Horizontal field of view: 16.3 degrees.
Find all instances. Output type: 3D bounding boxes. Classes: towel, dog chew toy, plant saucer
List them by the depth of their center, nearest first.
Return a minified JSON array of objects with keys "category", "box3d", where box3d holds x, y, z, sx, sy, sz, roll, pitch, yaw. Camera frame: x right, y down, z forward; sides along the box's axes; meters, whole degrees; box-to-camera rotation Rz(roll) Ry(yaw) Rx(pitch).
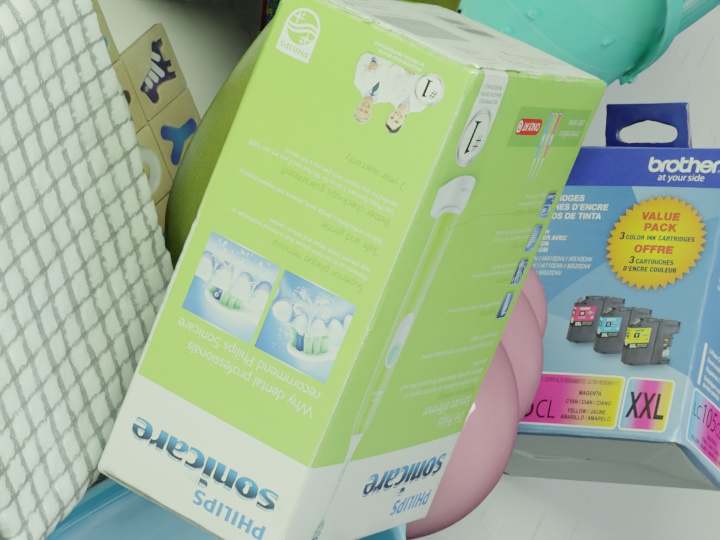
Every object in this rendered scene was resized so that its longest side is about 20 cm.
[{"category":"towel","box3d":[-0.150,-0.008,0.957,0.166,0.085,0.200,-52,134,-48]},{"category":"plant saucer","box3d":[-0.024,-0.068,1.074,0.200,0.031,0.200,-51,167,-16]},{"category":"dog chew toy","box3d":[0.031,0.045,1.200,0.200,0.124,0.125,-44,125,-57]}]

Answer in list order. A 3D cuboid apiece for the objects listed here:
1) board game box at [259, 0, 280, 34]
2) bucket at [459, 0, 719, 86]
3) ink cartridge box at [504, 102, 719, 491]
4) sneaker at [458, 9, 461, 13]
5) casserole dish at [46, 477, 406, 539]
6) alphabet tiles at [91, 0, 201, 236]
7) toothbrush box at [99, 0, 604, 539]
[{"category":"board game box","box3d":[-0.023,-0.130,1.108,0.200,0.019,0.103,102,7,-64]},{"category":"bucket","box3d":[0.110,-0.197,1.241,0.207,0.135,0.207,36,38,-35]},{"category":"ink cartridge box","box3d":[0.140,0.009,1.334,0.076,0.136,0.200,46,53,-51]},{"category":"sneaker","box3d":[0.025,-0.084,1.245,0.100,0.075,0.200,56,40,-21]},{"category":"casserole dish","box3d":[-0.067,0.133,1.067,0.200,0.039,0.121,-29,93,-32]},{"category":"alphabet tiles","box3d":[-0.122,-0.016,1.073,0.200,0.006,0.167,-48,127,-44]},{"category":"toothbrush box","box3d":[0.000,0.000,0.974,0.146,0.086,0.200,-7,120,-65]}]
